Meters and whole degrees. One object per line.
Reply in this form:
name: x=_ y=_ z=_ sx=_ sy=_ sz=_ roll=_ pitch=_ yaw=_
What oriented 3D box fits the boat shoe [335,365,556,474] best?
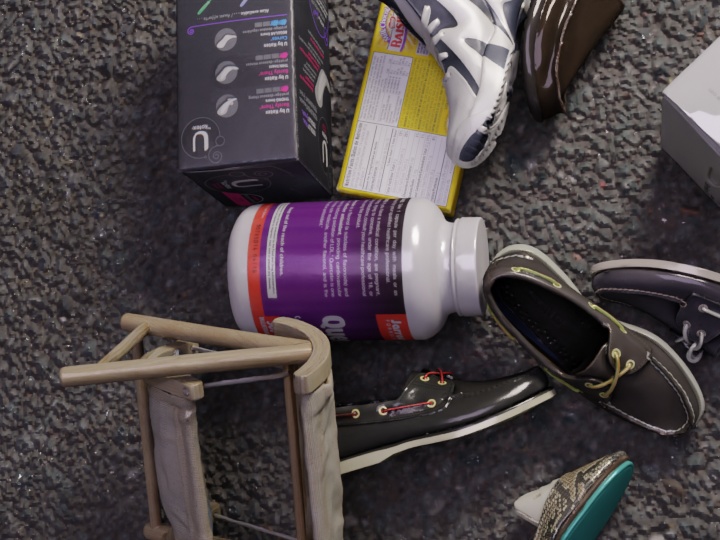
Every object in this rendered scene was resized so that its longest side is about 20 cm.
boat shoe: x=0.053 y=0.108 z=1.009 sx=0.199 sy=0.074 sz=0.064 roll=-18 pitch=83 yaw=14

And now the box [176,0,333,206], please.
box: x=-0.087 y=-0.168 z=1.074 sx=0.105 sy=0.122 sz=0.202 roll=-5 pitch=77 yaw=12

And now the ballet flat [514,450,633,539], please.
ballet flat: x=0.136 y=0.219 z=0.976 sx=0.075 sy=0.068 sz=0.202 roll=22 pitch=87 yaw=33

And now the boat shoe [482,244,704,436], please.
boat shoe: x=0.174 y=0.062 z=0.973 sx=0.201 sy=0.061 sz=0.072 roll=38 pitch=113 yaw=4

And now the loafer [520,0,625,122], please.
loafer: x=0.179 y=-0.217 z=1.044 sx=0.071 sy=0.073 sz=0.202 roll=11 pitch=82 yaw=16

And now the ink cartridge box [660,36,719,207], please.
ink cartridge box: x=0.322 y=-0.152 z=0.958 sx=0.200 sy=0.146 sz=0.084 roll=-43 pitch=73 yaw=2

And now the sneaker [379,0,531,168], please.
sneaker: x=0.064 y=-0.185 z=1.037 sx=0.128 sy=0.079 sz=0.201 roll=12 pitch=82 yaw=12

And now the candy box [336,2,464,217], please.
candy box: x=0.051 y=-0.152 z=1.087 sx=0.101 sy=0.026 sz=0.202 roll=11 pitch=82 yaw=15

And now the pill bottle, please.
pill bottle: x=0.000 y=0.000 z=1.024 sx=0.198 sy=0.112 sz=0.114 roll=-1 pitch=78 yaw=14

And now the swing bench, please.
swing bench: x=-0.103 y=0.147 z=0.976 sx=0.198 sy=0.130 sz=0.201 roll=1 pitch=107 yaw=13

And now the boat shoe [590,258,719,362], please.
boat shoe: x=0.268 y=0.039 z=0.972 sx=0.198 sy=0.073 sz=0.063 roll=14 pitch=79 yaw=11
